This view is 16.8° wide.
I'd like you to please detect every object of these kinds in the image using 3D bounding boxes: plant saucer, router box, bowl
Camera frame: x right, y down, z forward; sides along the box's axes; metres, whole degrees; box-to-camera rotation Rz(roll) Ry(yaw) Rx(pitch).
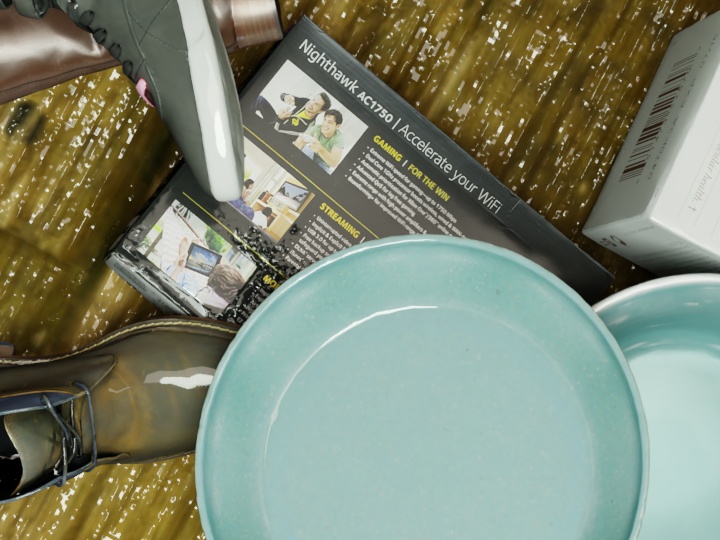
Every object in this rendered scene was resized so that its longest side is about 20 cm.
[{"bbox_3d":[0.028,0.086,1.068,0.198,0.036,0.202,-2,76,7],"label":"plant saucer"},{"bbox_3d":[0.000,0.000,1.165,0.200,0.051,0.149,40,80,-6],"label":"router box"},{"bbox_3d":[0.154,0.098,1.151,0.199,0.105,0.203,0,95,-2],"label":"bowl"}]

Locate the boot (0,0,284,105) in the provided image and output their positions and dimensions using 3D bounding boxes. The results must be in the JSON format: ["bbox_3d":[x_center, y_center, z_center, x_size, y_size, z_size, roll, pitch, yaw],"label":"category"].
[{"bbox_3d":[-0.149,-0.170,1.147,0.198,0.064,0.188,-12,73,1],"label":"boot"}]

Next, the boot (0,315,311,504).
[{"bbox_3d":[-0.121,0.074,1.096,0.198,0.097,0.075,-5,114,7],"label":"boot"}]

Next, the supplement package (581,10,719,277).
[{"bbox_3d":[0.229,-0.026,1.171,0.199,0.117,0.118,27,82,-8],"label":"supplement package"}]

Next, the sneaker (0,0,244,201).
[{"bbox_3d":[-0.117,-0.114,1.080,0.098,0.071,0.202,-19,81,-1],"label":"sneaker"}]
